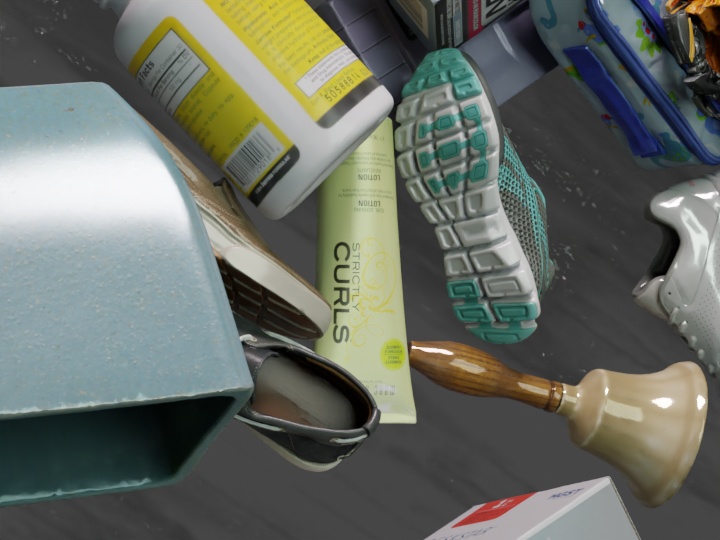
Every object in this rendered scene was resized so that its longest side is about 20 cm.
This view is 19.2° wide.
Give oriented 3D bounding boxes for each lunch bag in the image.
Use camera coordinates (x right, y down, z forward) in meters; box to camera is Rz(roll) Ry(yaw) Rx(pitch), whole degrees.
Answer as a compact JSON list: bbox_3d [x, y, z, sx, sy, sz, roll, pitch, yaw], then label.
[{"bbox_3d":[0.209,-0.177,1.519,0.200,0.082,0.161,48,55,-33],"label":"lunch bag"}]

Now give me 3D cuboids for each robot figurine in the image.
[{"bbox_3d":[0.282,-0.159,1.491,0.200,0.058,0.146,45,55,-36],"label":"robot figurine"}]

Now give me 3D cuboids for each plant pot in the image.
[{"bbox_3d":[-0.189,0.010,1.172,0.194,0.196,0.201,-6,71,-19],"label":"plant pot"}]

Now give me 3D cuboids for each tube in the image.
[{"bbox_3d":[0.000,0.000,1.389,0.052,0.058,0.202,17,71,-69],"label":"tube"}]

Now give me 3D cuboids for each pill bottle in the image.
[{"bbox_3d":[-0.083,-0.138,1.322,0.200,0.111,0.111,47,58,0],"label":"pill bottle"}]

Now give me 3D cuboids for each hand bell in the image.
[{"bbox_3d":[0.123,0.082,1.438,0.199,0.104,0.105,19,69,-14],"label":"hand bell"}]

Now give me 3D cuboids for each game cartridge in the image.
[{"bbox_3d":[0.070,-0.174,1.483,0.200,0.038,0.130,-36,103,-33],"label":"game cartridge"}]

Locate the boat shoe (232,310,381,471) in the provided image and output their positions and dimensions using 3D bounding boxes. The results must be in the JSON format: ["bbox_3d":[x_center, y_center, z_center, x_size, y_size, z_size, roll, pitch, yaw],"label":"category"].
[{"bbox_3d":[-0.079,0.053,1.309,0.199,0.068,0.072,30,68,-12],"label":"boat shoe"}]

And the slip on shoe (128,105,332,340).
[{"bbox_3d":[-0.094,-0.030,1.324,0.199,0.076,0.061,33,66,-13],"label":"slip on shoe"}]

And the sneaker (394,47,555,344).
[{"bbox_3d":[0.082,-0.056,1.432,0.091,0.077,0.201,-40,119,-58],"label":"sneaker"}]

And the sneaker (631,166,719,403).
[{"bbox_3d":[0.245,0.029,1.532,0.099,0.078,0.202,-12,94,-7],"label":"sneaker"}]

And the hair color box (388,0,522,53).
[{"bbox_3d":[0.111,-0.232,1.393,0.199,0.099,0.061,-37,75,-7],"label":"hair color box"}]

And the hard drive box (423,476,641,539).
[{"bbox_3d":[0.059,0.214,1.311,0.199,0.156,0.077,-28,93,-34],"label":"hard drive box"}]
